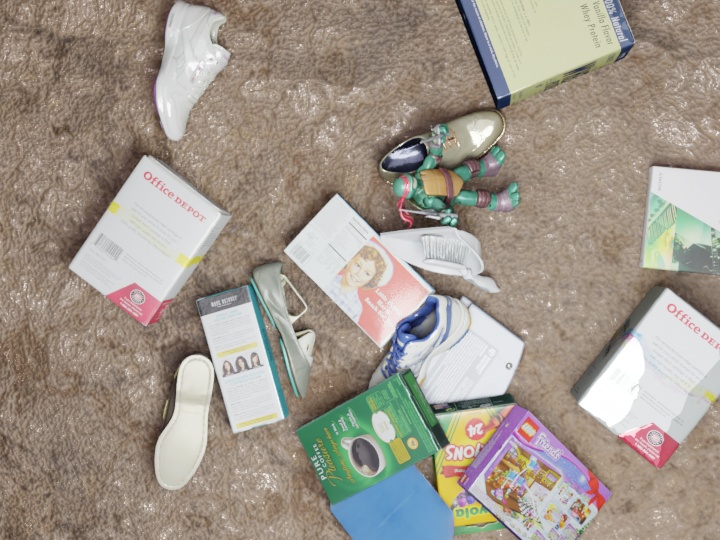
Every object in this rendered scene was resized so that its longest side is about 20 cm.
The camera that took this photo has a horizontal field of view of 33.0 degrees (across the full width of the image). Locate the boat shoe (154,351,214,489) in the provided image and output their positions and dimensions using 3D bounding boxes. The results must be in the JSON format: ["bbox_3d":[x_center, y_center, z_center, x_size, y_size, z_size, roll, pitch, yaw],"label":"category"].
[{"bbox_3d":[-0.257,0.219,1.782,0.071,0.060,0.203,11,94,-10],"label":"boat shoe"}]

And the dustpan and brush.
[{"bbox_3d":[0.135,-0.010,1.691,0.138,0.199,0.058,-4,78,43],"label":"dustpan and brush"}]

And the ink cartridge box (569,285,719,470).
[{"bbox_3d":[0.407,0.141,1.669,0.145,0.145,0.201,39,95,4],"label":"ink cartridge box"}]

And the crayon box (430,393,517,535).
[{"bbox_3d":[0.167,0.285,1.721,0.125,0.051,0.203,-8,102,-2],"label":"crayon box"}]

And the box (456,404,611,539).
[{"bbox_3d":[0.244,0.302,1.688,0.200,0.039,0.137,44,80,-23],"label":"box"}]

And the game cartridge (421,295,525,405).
[{"bbox_3d":[0.142,0.156,1.753,0.133,0.040,0.201,37,95,7],"label":"game cartridge"}]

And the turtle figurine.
[{"bbox_3d":[0.117,-0.123,1.669,0.198,0.100,0.152,-4,78,-30],"label":"turtle figurine"}]

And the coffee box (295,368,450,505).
[{"bbox_3d":[0.014,0.233,1.696,0.199,0.044,0.124,-33,82,28],"label":"coffee box"}]

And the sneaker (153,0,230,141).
[{"bbox_3d":[-0.244,-0.287,1.762,0.098,0.075,0.203,9,92,7],"label":"sneaker"}]

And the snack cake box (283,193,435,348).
[{"bbox_3d":[0.000,0.000,1.747,0.115,0.067,0.200,-45,87,3],"label":"snack cake box"}]

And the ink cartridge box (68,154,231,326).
[{"bbox_3d":[-0.303,-0.044,1.768,0.145,0.083,0.201,37,94,4],"label":"ink cartridge box"}]

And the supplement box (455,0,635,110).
[{"bbox_3d":[0.246,-0.357,1.681,0.198,0.134,0.202,-22,89,6],"label":"supplement box"}]

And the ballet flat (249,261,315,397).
[{"bbox_3d":[-0.099,0.083,1.761,0.063,0.067,0.202,-21,89,-3],"label":"ballet flat"}]

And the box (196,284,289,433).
[{"bbox_3d":[-0.171,0.128,1.776,0.081,0.049,0.203,-15,90,6],"label":"box"}]

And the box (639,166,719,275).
[{"bbox_3d":[0.500,-0.066,1.711,0.197,0.036,0.146,5,91,7],"label":"box"}]

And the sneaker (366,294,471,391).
[{"bbox_3d":[0.064,0.110,1.707,0.201,0.088,0.075,-51,50,9],"label":"sneaker"}]

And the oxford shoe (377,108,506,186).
[{"bbox_3d":[0.116,-0.174,1.728,0.198,0.074,0.071,-27,86,5],"label":"oxford shoe"}]

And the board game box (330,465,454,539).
[{"bbox_3d":[0.053,0.342,1.737,0.200,0.039,0.158,49,115,15],"label":"board game box"}]
